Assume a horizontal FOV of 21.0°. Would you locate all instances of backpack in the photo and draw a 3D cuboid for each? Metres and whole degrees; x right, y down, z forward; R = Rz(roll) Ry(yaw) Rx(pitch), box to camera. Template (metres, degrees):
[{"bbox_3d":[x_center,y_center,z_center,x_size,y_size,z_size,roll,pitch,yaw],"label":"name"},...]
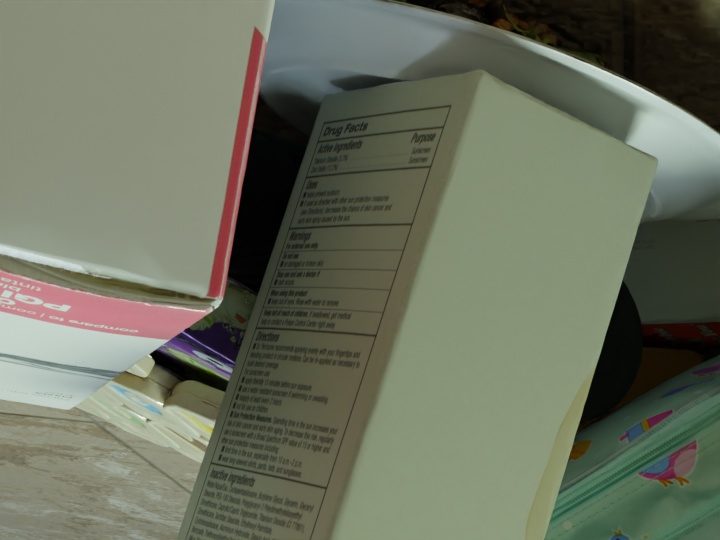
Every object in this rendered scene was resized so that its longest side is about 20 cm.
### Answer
[{"bbox_3d":[0.116,0.120,0.660,0.176,0.154,0.200,-33,-176,18],"label":"backpack"}]

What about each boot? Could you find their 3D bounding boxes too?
[{"bbox_3d":[0.000,0.001,0.735,0.198,0.074,0.162,21,174,-2],"label":"boot"}]

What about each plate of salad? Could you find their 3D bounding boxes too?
[{"bbox_3d":[0.040,-0.061,0.656,0.199,0.048,0.200,18,171,3],"label":"plate of salad"}]

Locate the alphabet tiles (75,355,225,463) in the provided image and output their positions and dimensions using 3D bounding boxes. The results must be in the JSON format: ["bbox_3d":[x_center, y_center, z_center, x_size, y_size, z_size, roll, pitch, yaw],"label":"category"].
[{"bbox_3d":[-0.104,0.047,0.789,0.200,0.015,0.196,19,163,31],"label":"alphabet tiles"}]

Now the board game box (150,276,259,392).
[{"bbox_3d":[-0.052,0.032,0.736,0.120,0.032,0.200,36,168,-21],"label":"board game box"}]

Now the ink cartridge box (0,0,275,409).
[{"bbox_3d":[-0.093,-0.046,0.584,0.083,0.147,0.200,13,164,-17],"label":"ink cartridge box"}]

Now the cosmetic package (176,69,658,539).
[{"bbox_3d":[0.008,0.048,0.586,0.073,0.201,0.103,24,170,-26],"label":"cosmetic package"}]

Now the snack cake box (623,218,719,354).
[{"bbox_3d":[0.168,0.017,0.850,0.115,0.067,0.200,-2,163,34],"label":"snack cake box"}]

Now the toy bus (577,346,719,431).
[{"bbox_3d":[0.084,0.066,0.806,0.199,0.065,0.078,3,166,6],"label":"toy bus"}]
